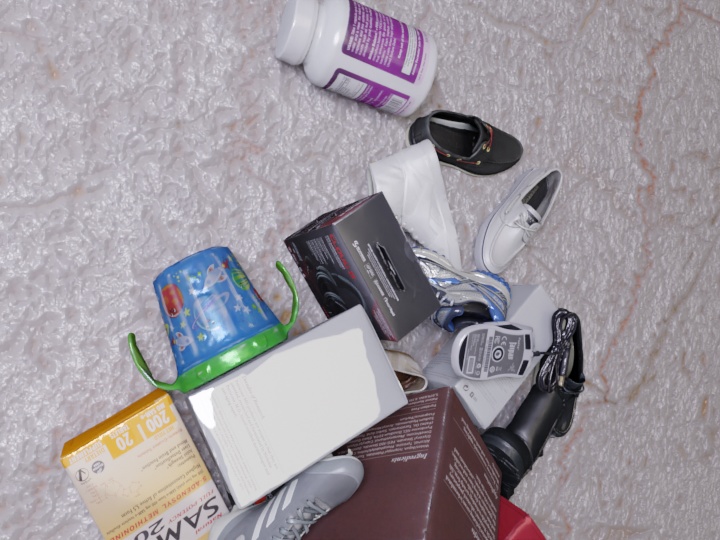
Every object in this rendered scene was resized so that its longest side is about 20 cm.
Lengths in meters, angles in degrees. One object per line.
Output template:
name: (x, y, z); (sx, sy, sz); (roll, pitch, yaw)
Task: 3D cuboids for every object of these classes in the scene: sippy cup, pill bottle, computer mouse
sippy cup: (-0.168, 0.049, 0.690); (0.176, 0.138, 0.133); (-24, 87, -49)
pill bottle: (-0.006, -0.284, 0.783); (0.196, 0.112, 0.115); (14, 82, -24)
computer mouse: (0.191, 0.099, 0.774); (0.195, 0.044, 0.113); (7, 98, -26)

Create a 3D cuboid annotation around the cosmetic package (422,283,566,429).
cosmetic package: (0.186, 0.114, 0.855); (0.200, 0.112, 0.082); (-43, 104, -18)

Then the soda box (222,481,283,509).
soda box: (-0.111, 0.259, 0.705); (0.069, 0.063, 0.204); (-22, 87, 2)

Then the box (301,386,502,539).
box: (0.056, 0.275, 0.696); (0.168, 0.161, 0.202); (58, 32, -24)

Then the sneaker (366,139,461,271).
sneaker: (0.068, -0.065, 0.839); (0.113, 0.074, 0.205); (-19, 102, -7)

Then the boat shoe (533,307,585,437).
boat shoe: (0.318, 0.160, 0.937); (0.073, 0.066, 0.205); (8, 84, -24)

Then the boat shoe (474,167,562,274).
boat shoe: (0.245, -0.077, 0.915); (0.072, 0.065, 0.201); (45, 71, -16)

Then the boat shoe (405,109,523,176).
boat shoe: (0.164, -0.186, 0.887); (0.197, 0.063, 0.076); (6, 82, -26)

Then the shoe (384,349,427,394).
shoe: (-0.003, 0.125, 0.751); (0.195, 0.053, 0.072); (9, 107, -26)

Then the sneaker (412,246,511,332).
sneaker: (0.108, 0.033, 0.804); (0.195, 0.078, 0.086); (13, 45, 0)

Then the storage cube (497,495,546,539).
storage cube: (0.150, 0.405, 0.779); (0.179, 0.199, 0.173); (-40, 105, -15)

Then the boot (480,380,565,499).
boot: (0.227, 0.222, 0.836); (0.163, 0.073, 0.200); (-47, 148, -22)

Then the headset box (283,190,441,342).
headset box: (0.000, 0.000, 0.724); (0.076, 0.199, 0.151); (-34, 102, -22)

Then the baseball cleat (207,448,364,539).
baseball cleat: (-0.074, 0.268, 0.612); (0.198, 0.108, 0.070); (-35, 125, 17)

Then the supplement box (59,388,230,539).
supplement box: (-0.228, 0.253, 0.675); (0.124, 0.073, 0.204); (-29, 100, -22)

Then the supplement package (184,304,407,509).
supplement package: (-0.071, 0.138, 0.638); (0.197, 0.117, 0.119); (-27, 87, -21)
